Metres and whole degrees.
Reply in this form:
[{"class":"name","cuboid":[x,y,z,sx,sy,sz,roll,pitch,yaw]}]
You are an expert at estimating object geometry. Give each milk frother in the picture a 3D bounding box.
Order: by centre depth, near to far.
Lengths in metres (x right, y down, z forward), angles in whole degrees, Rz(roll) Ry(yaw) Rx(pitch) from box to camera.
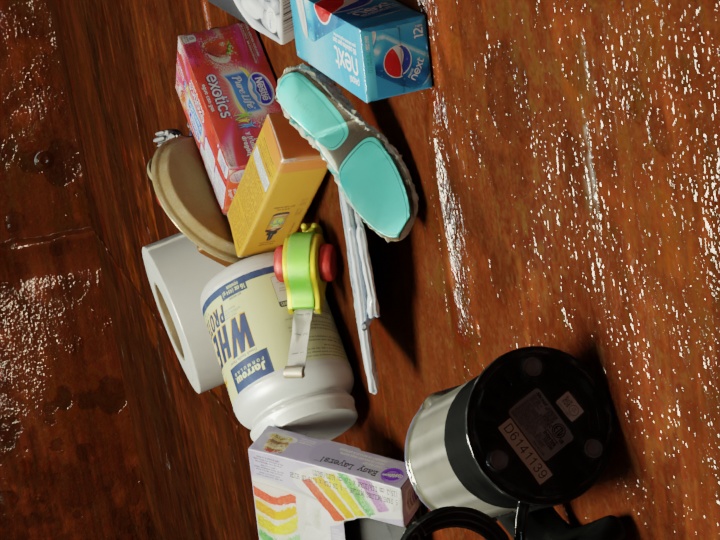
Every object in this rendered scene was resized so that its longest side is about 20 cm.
[{"class":"milk frother","cuboid":[0.085,0.174,1.288,0.188,0.198,0.182,133,118,-71]}]

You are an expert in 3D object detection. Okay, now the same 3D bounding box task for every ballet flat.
[{"class":"ballet flat","cuboid":[-0.002,-0.117,1.572,0.201,0.071,0.072,54,159,12]}]

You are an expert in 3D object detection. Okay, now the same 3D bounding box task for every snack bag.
[{"class":"snack bag","cuboid":[0.000,0.000,1.673,0.189,0.021,0.202,-101,4,-61]}]

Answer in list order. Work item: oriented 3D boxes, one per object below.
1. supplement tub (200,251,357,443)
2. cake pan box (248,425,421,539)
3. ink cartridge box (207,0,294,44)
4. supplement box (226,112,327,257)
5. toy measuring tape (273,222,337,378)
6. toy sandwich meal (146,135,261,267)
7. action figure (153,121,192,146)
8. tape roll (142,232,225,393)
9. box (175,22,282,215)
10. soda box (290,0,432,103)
[{"class":"supplement tub","cuboid":[-0.091,0.096,1.911,0.145,0.144,0.201,109,144,-62]},{"class":"cake pan box","cuboid":[-0.020,0.276,1.810,0.198,0.052,0.186,12,125,25]},{"class":"ink cartridge box","cuboid":[-0.140,-0.364,1.744,0.199,0.043,0.199,34,142,30]},{"class":"supplement box","cuboid":[-0.092,-0.094,1.845,0.069,0.066,0.200,69,152,27]},{"class":"toy measuring tape","cuboid":[-0.066,0.021,1.825,0.074,0.073,0.201,97,-179,-51]},{"class":"toy sandwich meal","cuboid":[-0.174,-0.072,1.990,0.070,0.204,0.206,-43,57,35]},{"class":"action figure","cuboid":[-0.204,-0.139,2.123,0.131,0.069,0.200,63,-163,-22]},{"class":"tape roll","cuboid":[-0.182,0.040,2.136,0.203,0.138,0.204,158,90,-78]},{"class":"box","cuboid":[-0.144,-0.179,1.951,0.100,0.095,0.201,105,147,-57]},{"class":"soda box","cuboid":[-0.003,-0.211,1.507,0.200,0.064,0.068,-138,37,-62]}]
